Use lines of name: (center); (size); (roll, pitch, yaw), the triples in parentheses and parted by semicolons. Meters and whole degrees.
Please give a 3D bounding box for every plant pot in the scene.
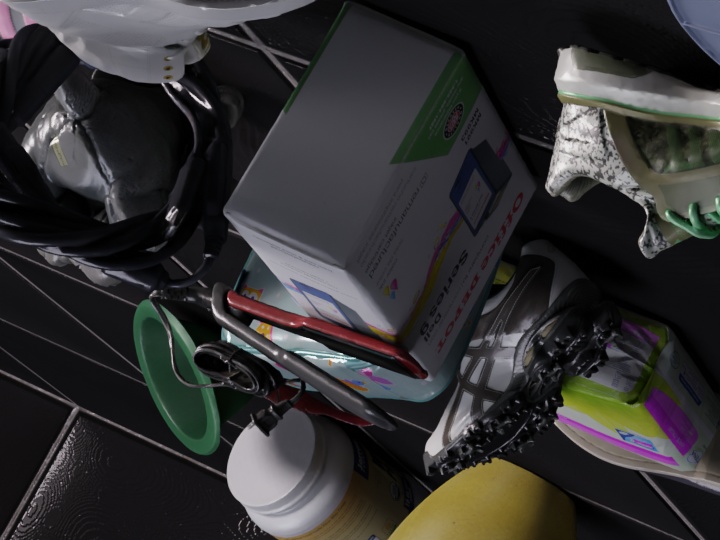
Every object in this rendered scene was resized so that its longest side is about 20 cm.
plant pot: (0.136, 0.270, 2.584); (0.200, 0.142, 0.200); (28, 169, 6)

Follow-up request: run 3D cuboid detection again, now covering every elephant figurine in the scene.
elephant figurine: (-0.143, -0.089, 1.788); (0.142, 0.200, 0.155); (51, 133, 0)

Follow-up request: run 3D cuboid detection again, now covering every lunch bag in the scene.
lunch bag: (0.000, 0.000, 1.716); (0.077, 0.160, 0.200); (31, 164, -35)

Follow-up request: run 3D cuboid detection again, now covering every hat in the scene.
hat: (-0.120, 0.093, 2.750); (0.166, 0.176, 0.200); (13, 123, 60)

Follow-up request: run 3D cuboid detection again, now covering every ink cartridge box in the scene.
ink cartridge box: (0.017, -0.041, 1.512); (0.087, 0.145, 0.200); (25, 168, 22)

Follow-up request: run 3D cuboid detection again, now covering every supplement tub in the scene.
supplement tub: (-0.042, 0.249, 2.916); (0.144, 0.144, 0.200); (17, 164, 45)

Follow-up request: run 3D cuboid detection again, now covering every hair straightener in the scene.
hair straightener: (-0.056, 0.056, 1.544); (0.200, 0.077, 0.041); (21, 168, 34)

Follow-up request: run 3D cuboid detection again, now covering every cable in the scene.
cable: (-0.151, -0.075, 1.474); (0.163, 0.200, 0.051); (9, 139, -10)

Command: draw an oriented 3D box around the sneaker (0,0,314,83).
sneaker: (-0.090, -0.152, 1.418); (0.200, 0.074, 0.116); (2, 162, 23)

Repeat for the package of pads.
package of pads: (0.144, 0.061, 1.846); (0.200, 0.068, 0.155); (22, 167, 30)

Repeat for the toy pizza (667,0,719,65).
toy pizza: (0.220, -0.093, 1.093); (0.200, 0.032, 0.200); (28, 170, 5)

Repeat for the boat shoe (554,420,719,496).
boat shoe: (0.228, 0.128, 1.930); (0.200, 0.073, 0.063); (19, 163, 22)

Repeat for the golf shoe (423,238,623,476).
golf shoe: (0.097, 0.060, 1.753); (0.078, 0.200, 0.095); (-3, -126, -43)

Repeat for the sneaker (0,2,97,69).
sneaker: (-0.200, -0.146, 1.646); (0.200, 0.082, 0.070); (22, 167, 26)

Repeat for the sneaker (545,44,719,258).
sneaker: (0.169, -0.042, 1.253); (0.200, 0.089, 0.077); (23, -173, 39)
